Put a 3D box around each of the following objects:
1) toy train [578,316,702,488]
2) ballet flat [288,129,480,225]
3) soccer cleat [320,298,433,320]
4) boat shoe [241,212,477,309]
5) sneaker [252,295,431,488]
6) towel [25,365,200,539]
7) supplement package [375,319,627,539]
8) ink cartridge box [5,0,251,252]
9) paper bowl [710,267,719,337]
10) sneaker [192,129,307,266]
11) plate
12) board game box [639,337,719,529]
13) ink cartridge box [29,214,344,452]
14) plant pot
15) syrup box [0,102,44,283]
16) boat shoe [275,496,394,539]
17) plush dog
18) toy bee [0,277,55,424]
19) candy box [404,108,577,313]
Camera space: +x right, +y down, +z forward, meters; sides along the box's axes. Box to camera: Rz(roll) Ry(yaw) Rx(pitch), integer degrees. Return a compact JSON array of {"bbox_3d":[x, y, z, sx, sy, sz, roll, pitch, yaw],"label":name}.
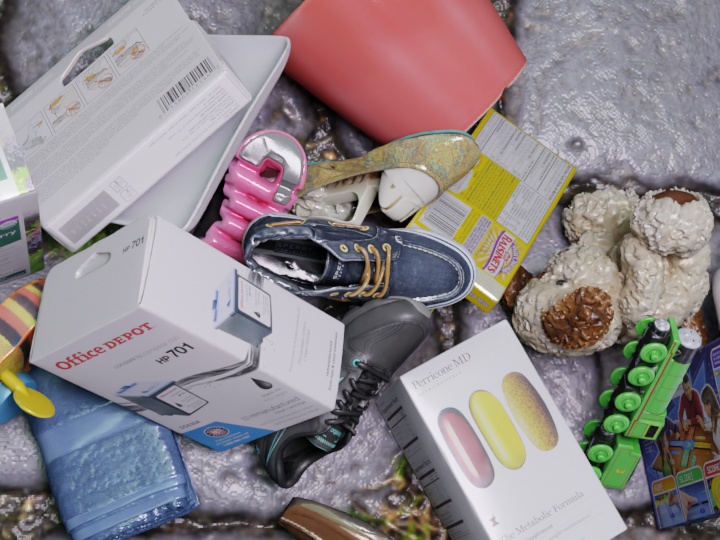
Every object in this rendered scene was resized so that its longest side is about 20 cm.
[{"bbox_3d":[0.234,0.115,1.233,0.056,0.201,0.042,10,43,-9],"label":"toy train"},{"bbox_3d":[0.012,-0.069,1.254,0.199,0.071,0.071,-9,71,30],"label":"ballet flat"},{"bbox_3d":[0.035,0.033,1.290,0.200,0.065,0.084,-33,120,-25],"label":"soccer cleat"},{"bbox_3d":[0.000,0.000,1.185,0.199,0.091,0.071,8,100,-3],"label":"boat shoe"},{"bbox_3d":[-0.012,0.102,1.197,0.075,0.200,0.080,30,28,-36],"label":"sneaker"},{"bbox_3d":[-0.218,0.124,1.211,0.111,0.049,0.201,-20,77,-6],"label":"towel"},{"bbox_3d":[0.115,0.163,1.232,0.113,0.110,0.201,-28,81,-17],"label":"supplement package"},{"bbox_3d":[-0.206,-0.137,1.238,0.200,0.045,0.176,-39,44,5],"label":"ink cartridge box"},{"bbox_3d":[0.368,0.060,1.266,0.104,0.201,0.202,-11,75,12],"label":"paper bowl"},{"bbox_3d":[-0.112,-0.033,1.267,0.079,0.095,0.201,30,95,-16],"label":"sneaker"},{"bbox_3d":[-0.163,-0.116,1.246,0.032,0.199,0.200,45,64,-42],"label":"plate"},{"bbox_3d":[0.293,0.138,1.224,0.034,0.200,0.136,-5,76,-16],"label":"board game box"},{"bbox_3d":[-0.134,0.055,1.142,0.199,0.146,0.086,30,51,-36],"label":"ink cartridge box"},{"bbox_3d":[0.038,-0.200,1.289,0.177,0.200,0.200,46,71,-7],"label":"plant pot"},{"bbox_3d":[-0.306,-0.052,1.167,0.078,0.200,0.082,-20,79,-16],"label":"syrup box"},{"bbox_3d":[0.014,0.263,1.205,0.199,0.076,0.074,33,74,1],"label":"boat shoe"},{"bbox_3d":[0.211,0.021,1.266,0.171,0.200,0.161,-20,99,-13],"label":"plush dog"},{"bbox_3d":[-0.302,0.092,1.145,0.130,0.109,0.201,17,83,12],"label":"toy bee"},{"bbox_3d":[0.116,-0.058,1.302,0.102,0.026,0.200,37,49,-1],"label":"candy box"}]
